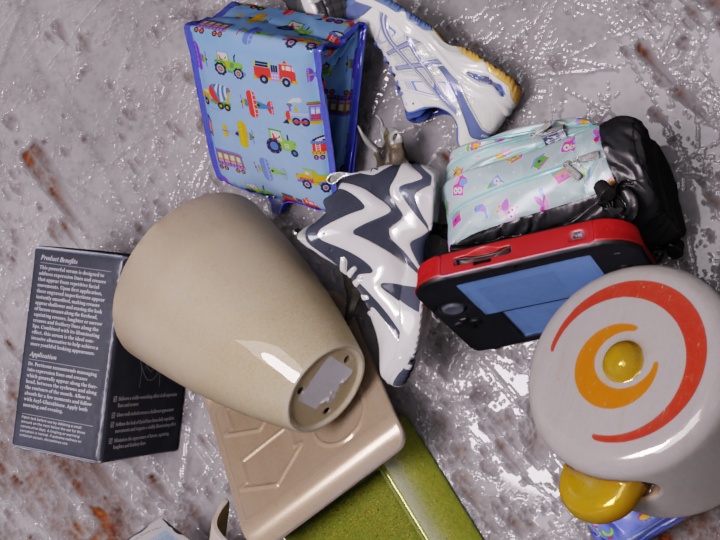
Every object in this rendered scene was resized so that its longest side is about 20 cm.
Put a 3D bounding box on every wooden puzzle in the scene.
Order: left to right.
[{"bbox_3d":[-0.053,0.144,1.293,0.185,0.046,0.200,-38,46,13],"label":"wooden puzzle"}]

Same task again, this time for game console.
[{"bbox_3d":[0.162,0.019,1.169,0.199,0.177,0.031,-12,59,21],"label":"game console"}]

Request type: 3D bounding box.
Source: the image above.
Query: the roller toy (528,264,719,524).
[{"bbox_3d":[0.234,0.097,1.089,0.200,0.140,0.183,-35,48,16],"label":"roller toy"}]

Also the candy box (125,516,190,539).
[{"bbox_3d":[-0.148,0.358,1.275,0.200,0.071,0.168,29,133,32],"label":"candy box"}]

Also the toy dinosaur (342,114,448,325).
[{"bbox_3d":[0.024,-0.036,1.293,0.102,0.077,0.201,30,104,33],"label":"toy dinosaur"}]

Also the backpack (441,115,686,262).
[{"bbox_3d":[0.172,-0.061,1.189,0.199,0.167,0.127,-14,60,24],"label":"backpack"}]

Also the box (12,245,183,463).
[{"bbox_3d":[-0.253,0.082,1.349,0.107,0.148,0.201,7,90,22],"label":"box"}]

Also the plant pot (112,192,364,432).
[{"bbox_3d":[-0.096,0.056,1.239,0.200,0.187,0.188,36,101,36],"label":"plant pot"}]

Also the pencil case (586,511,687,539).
[{"bbox_3d":[0.280,0.176,1.159,0.200,0.087,0.078,-30,119,19],"label":"pencil case"}]

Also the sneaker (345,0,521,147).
[{"bbox_3d":[0.053,-0.190,1.277,0.200,0.075,0.088,37,101,21],"label":"sneaker"}]

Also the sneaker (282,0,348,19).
[{"bbox_3d":[-0.068,-0.301,1.344,0.085,0.074,0.201,-29,81,44],"label":"sneaker"}]

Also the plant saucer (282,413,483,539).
[{"bbox_3d":[0.009,0.274,1.286,0.200,0.048,0.200,-37,74,17],"label":"plant saucer"}]

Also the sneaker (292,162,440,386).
[{"bbox_3d":[0.000,0.000,1.218,0.129,0.079,0.200,6,101,11],"label":"sneaker"}]

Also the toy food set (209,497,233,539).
[{"bbox_3d":[-0.074,0.326,1.280,0.200,0.060,0.144,36,136,26],"label":"toy food set"}]

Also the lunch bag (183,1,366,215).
[{"bbox_3d":[-0.080,-0.144,1.305,0.150,0.094,0.201,15,121,25],"label":"lunch bag"}]
